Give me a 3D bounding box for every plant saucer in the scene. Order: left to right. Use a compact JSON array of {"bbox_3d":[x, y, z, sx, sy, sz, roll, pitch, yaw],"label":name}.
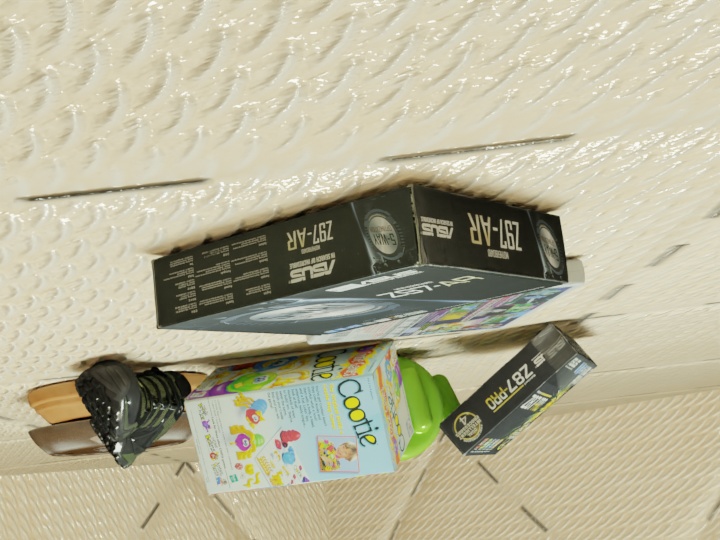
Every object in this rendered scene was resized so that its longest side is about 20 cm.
[{"bbox_3d":[-0.277,0.189,1.481,0.198,0.032,0.200,-6,169,-1],"label":"plant saucer"},{"bbox_3d":[-0.265,0.145,1.433,0.198,0.038,0.200,-6,169,-1],"label":"plant saucer"}]

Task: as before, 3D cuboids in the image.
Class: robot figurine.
[{"bbox_3d":[0.029,0.161,1.482,0.174,0.117,0.200,-19,173,-12],"label":"robot figurine"}]

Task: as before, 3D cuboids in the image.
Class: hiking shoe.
[{"bbox_3d":[-0.219,0.122,1.280,0.100,0.076,0.200,-36,166,-20],"label":"hiking shoe"}]

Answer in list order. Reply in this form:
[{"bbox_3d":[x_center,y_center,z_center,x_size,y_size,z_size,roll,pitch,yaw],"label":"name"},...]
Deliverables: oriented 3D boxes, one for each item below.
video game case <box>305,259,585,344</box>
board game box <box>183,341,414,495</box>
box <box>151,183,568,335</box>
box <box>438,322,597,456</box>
[{"bbox_3d":[0.059,0.027,1.029,0.180,0.023,0.200,-4,169,-12],"label":"video game case"},{"bbox_3d":[-0.059,0.148,1.311,0.198,0.106,0.103,-9,-167,16],"label":"board game box"},{"bbox_3d":[0.000,0.000,0.778,0.199,0.044,0.160,-14,168,35],"label":"box"},{"bbox_3d":[0.175,0.134,1.416,0.161,0.049,0.200,-44,163,5],"label":"box"}]
